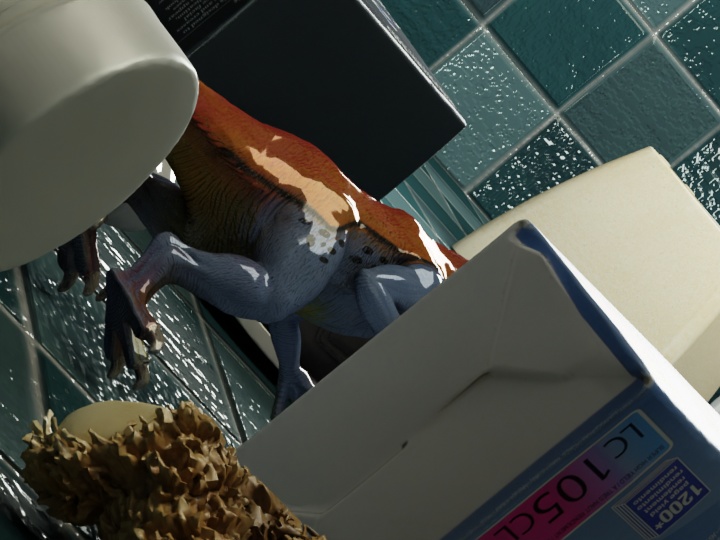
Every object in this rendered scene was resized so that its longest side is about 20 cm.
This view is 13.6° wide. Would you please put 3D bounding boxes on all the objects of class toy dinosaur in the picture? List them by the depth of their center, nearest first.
[{"bbox_3d":[0.000,0.000,0.959,0.180,0.201,0.105,-6,27,-27],"label":"toy dinosaur"}]

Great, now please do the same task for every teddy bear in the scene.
[{"bbox_3d":[-0.010,0.107,0.723,0.200,0.067,0.145,45,-5,10],"label":"teddy bear"}]

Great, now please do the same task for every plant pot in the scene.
[{"bbox_3d":[0.222,0.016,2.448,0.200,0.177,0.200,51,6,20],"label":"plant pot"}]

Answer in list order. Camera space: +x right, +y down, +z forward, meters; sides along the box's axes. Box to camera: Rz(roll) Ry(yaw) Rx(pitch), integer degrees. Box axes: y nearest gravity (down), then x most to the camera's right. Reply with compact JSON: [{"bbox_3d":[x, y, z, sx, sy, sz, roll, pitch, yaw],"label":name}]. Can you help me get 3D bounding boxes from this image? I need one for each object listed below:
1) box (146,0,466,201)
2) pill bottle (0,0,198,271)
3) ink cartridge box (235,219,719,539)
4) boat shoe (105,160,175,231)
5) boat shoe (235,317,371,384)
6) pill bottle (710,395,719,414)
[{"bbox_3d":[-0.048,-0.137,1.698,0.148,0.107,0.200,47,7,-33],"label":"box"},{"bbox_3d":[-0.132,-0.099,0.792,0.200,0.112,0.112,52,6,18],"label":"pill bottle"},{"bbox_3d":[0.056,0.086,0.922,0.076,0.136,0.200,56,8,34],"label":"ink cartridge box"},{"bbox_3d":[-0.110,-0.088,1.100,0.066,0.072,0.200,51,5,-41],"label":"boat shoe"},{"bbox_3d":[0.004,0.036,1.222,0.200,0.060,0.074,49,7,-11],"label":"boat shoe"},{"bbox_3d":[0.440,0.218,3.158,0.200,0.112,0.113,47,6,-26],"label":"pill bottle"}]
